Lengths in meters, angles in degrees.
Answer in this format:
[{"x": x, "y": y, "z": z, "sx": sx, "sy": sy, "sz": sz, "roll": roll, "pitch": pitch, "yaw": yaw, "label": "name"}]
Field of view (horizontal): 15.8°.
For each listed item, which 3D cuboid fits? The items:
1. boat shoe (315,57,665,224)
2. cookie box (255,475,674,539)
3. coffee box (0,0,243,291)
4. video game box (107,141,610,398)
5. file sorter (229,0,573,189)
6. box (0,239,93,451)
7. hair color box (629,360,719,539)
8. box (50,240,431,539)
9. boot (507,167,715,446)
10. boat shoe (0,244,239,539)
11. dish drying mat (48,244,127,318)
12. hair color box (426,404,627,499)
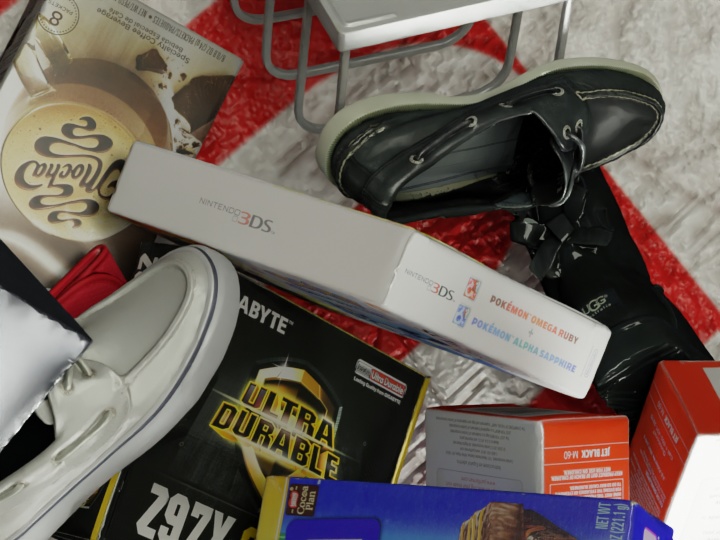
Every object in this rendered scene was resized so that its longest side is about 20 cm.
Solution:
[{"x": 0.079, "y": -0.059, "z": 1.317, "sx": 0.199, "sy": 0.075, "sz": 0.066, "roll": -5, "pitch": 42, "yaw": -29, "label": "boat shoe"}, {"x": 0.041, "y": 0.195, "z": 1.280, "sx": 0.200, "sy": 0.075, "sz": 0.172, "roll": 1, "pitch": 72, "yaw": 24, "label": "cookie box"}, {"x": -0.161, "y": -0.046, "z": 1.378, "sx": 0.113, "sy": 0.080, "sz": 0.200, "roll": 28, "pitch": 76, "yaw": -15, "label": "coffee box"}, {"x": 0.000, "y": 0.000, "z": 1.327, "sx": 0.182, "sy": 0.200, "sz": 0.047, "roll": 29, "pitch": 82, "yaw": -48, "label": "video game box"}, {"x": 0.010, "y": -0.158, "z": 1.379, "sx": 0.138, "sy": 0.125, "sz": 0.200, "roll": -14, "pitch": 50, "yaw": -19, "label": "file sorter"}, {"x": -0.260, "y": 0.034, "z": 1.242, "sx": 0.182, "sy": 0.200, "sz": 0.104, "roll": -51, "pitch": 137, "yaw": 2, "label": "box"}, {"x": 0.196, "y": 0.140, "z": 1.415, "sx": 0.111, "sy": 0.200, "sz": 0.064, "roll": 0, "pitch": 39, "yaw": -18, "label": "hair color box"}, {"x": -0.061, "y": 0.095, "z": 1.362, "sx": 0.200, "sy": 0.049, "sz": 0.160, "roll": 31, "pitch": 75, "yaw": -45, "label": "box"}, {"x": 0.140, "y": 0.011, "z": 1.455, "sx": 0.073, "sy": 0.198, "sz": 0.163, "roll": -29, "pitch": 61, "yaw": 9, "label": "boot"}, {"x": -0.143, "y": 0.061, "z": 1.260, "sx": 0.200, "sy": 0.072, "sz": 0.066, "roll": -43, "pitch": 142, "yaw": 10, "label": "boat shoe"}, {"x": -0.116, "y": 0.086, "z": 1.353, "sx": 0.077, "sy": 0.018, "sz": 0.200, "roll": -46, "pitch": 128, "yaw": -29, "label": "dish drying mat"}, {"x": 0.089, "y": 0.176, "z": 1.392, "sx": 0.064, "sy": 0.111, "sz": 0.201, "roll": 0, "pitch": 91, "yaw": -32, "label": "hair color box"}]
